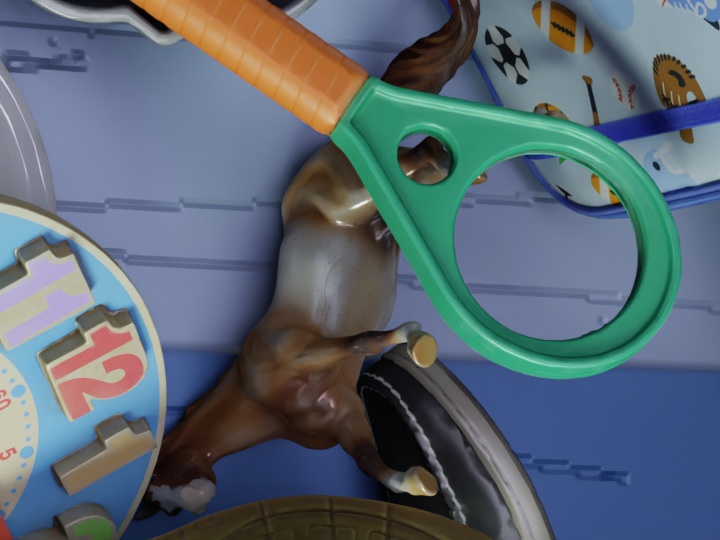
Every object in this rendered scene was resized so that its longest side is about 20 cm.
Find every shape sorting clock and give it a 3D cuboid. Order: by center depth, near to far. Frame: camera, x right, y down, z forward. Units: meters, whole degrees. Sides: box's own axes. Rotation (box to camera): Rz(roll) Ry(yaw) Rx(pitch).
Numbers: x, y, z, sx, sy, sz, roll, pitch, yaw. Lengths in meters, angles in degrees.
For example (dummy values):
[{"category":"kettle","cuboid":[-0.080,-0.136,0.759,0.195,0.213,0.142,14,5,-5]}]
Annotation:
[{"category":"shape sorting clock","cuboid":[-0.152,0.064,0.749,0.199,0.039,0.201,-19,128,-26]}]

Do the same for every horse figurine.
[{"category":"horse figurine","cuboid":[0.000,0.000,0.811,0.050,0.132,0.201,29,72,-31]}]

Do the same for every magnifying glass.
[{"category":"magnifying glass","cuboid":[0.013,-0.040,0.748,0.199,0.022,0.080,36,73,-2]}]

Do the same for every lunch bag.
[{"category":"lunch bag","cuboid":[0.105,-0.093,0.792,0.075,0.200,0.161,-31,101,-24]}]

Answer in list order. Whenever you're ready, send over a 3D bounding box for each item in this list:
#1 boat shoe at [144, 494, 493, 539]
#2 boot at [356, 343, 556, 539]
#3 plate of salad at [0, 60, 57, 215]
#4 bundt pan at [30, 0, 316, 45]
[{"category":"boat shoe","cuboid":[-0.043,0.119,0.771,0.198,0.066,0.075,-3,70,5]},{"category":"boot","cuboid":[0.001,0.143,0.832,0.150,0.073,0.201,-24,104,-17]},{"category":"plate of salad","cuboid":[-0.198,-0.009,0.764,0.198,0.048,0.202,-4,102,-20]},{"category":"bundt pan","cuboid":[-0.071,-0.175,0.792,0.200,0.076,0.204,0,91,-20]}]
